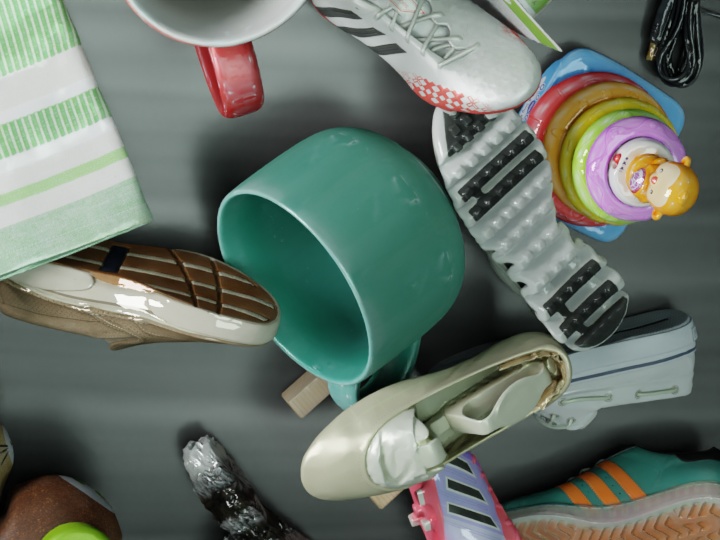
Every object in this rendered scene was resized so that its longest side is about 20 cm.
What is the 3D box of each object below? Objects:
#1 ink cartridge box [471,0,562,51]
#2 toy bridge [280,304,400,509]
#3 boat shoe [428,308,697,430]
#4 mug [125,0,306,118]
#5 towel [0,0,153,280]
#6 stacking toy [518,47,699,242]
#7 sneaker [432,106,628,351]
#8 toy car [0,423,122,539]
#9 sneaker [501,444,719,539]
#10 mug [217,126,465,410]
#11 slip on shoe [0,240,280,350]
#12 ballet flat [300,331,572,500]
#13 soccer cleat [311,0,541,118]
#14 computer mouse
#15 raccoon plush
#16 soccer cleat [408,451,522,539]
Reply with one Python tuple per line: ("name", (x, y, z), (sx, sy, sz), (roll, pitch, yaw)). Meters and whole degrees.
("ink cartridge box", (0.082, -0.227, 1.542), (0.076, 0.200, 0.148), (-43, 109, 1))
("toy bridge", (-0.025, 0.073, 1.684), (0.067, 0.027, 0.200), (-40, 108, -3))
("boat shoe", (0.147, 0.082, 1.699), (0.199, 0.074, 0.067), (-11, 106, -10))
("mug", (-0.110, -0.201, 1.507), (0.133, 0.200, 0.179), (14, 101, -16))
("towel", (-0.241, -0.098, 1.565), (0.152, 0.023, 0.201), (-22, 88, -7))
("stacking toy", (0.177, -0.069, 1.602), (0.109, 0.200, 0.117), (28, 96, -18))
("sneaker", (0.100, -0.035, 1.617), (0.075, 0.081, 0.201), (-35, 111, -11))
("toy car", (-0.252, 0.129, 1.588), (0.157, 0.164, 0.201), (-17, 93, -11))
("sneaker", (0.176, 0.173, 1.738), (0.199, 0.080, 0.072), (-9, 122, 10))
("mug", (-0.006, -0.009, 1.612), (0.114, 0.185, 0.152), (-37, 71, -27))
("slip on shoe", (-0.151, 0.023, 1.601), (0.199, 0.076, 0.061), (13, 118, 5))
("ballet flat", (0.055, 0.100, 1.597), (0.199, 0.069, 0.070), (-29, 108, -13))
("soccer cleat", (0.033, -0.164, 1.555), (0.069, 0.200, 0.085), (-47, 145, -10))
("computer mouse", (0.301, -0.163, 1.688), (0.199, 0.044, 0.110), (13, 100, -15))
("raccoon plush", (-0.095, 0.230, 1.698), (0.134, 0.097, 0.201), (-37, 79, 13))
("soccer cleat", (0.077, 0.177, 1.686), (0.076, 0.067, 0.201), (-18, 105, -12))
